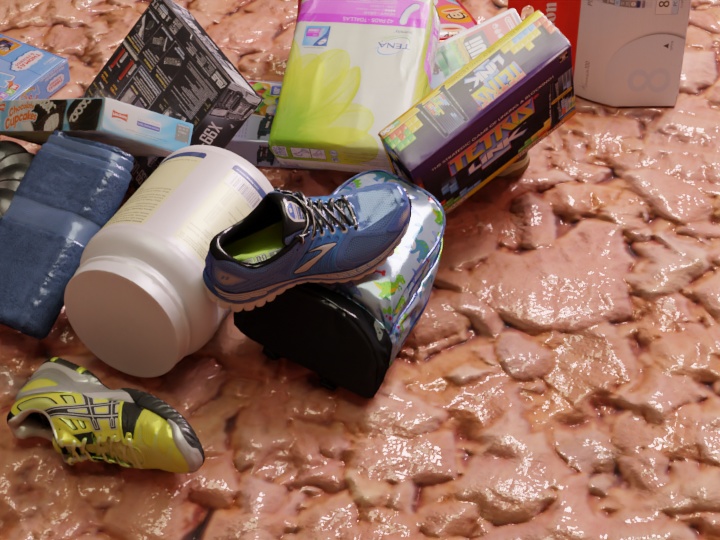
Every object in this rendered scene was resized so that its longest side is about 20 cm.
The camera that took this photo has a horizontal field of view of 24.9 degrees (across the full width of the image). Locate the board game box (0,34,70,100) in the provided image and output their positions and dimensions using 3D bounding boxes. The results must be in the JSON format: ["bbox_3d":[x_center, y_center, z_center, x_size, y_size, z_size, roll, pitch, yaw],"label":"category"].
[{"bbox_3d":[-0.457,-0.224,1.868,0.199,0.037,0.151,21,45,23],"label":"board game box"}]

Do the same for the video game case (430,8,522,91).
[{"bbox_3d":[0.105,-0.180,1.740,0.199,0.017,0.144,-25,66,1],"label":"video game case"}]

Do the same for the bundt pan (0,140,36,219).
[{"bbox_3d":[-0.401,-0.069,1.659,0.200,0.076,0.203,0,41,0],"label":"bundt pan"}]

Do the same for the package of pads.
[{"bbox_3d":[0.000,-0.200,1.723,0.153,0.068,0.201,7,70,15],"label":"package of pads"}]

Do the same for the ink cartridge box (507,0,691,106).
[{"bbox_3d":[0.263,-0.261,1.826,0.198,0.161,0.047,-2,39,-3],"label":"ink cartridge box"}]

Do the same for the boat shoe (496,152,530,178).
[{"bbox_3d":[0.095,-0.163,1.783,0.199,0.065,0.073,19,43,19],"label":"boat shoe"}]

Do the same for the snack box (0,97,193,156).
[{"bbox_3d":[-0.279,-0.146,1.669,0.199,0.037,0.116,5,-7,43],"label":"snack box"}]

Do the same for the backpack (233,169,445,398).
[{"bbox_3d":[0.000,0.000,1.545,0.162,0.155,0.200,28,33,17],"label":"backpack"}]

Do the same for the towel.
[{"bbox_3d":[-0.296,-0.033,1.566,0.111,0.049,0.201,18,73,32],"label":"towel"}]

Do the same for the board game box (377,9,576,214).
[{"bbox_3d":[0.121,-0.147,1.625,0.200,0.165,0.057,-38,72,-3],"label":"board game box"}]

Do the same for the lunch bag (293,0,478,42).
[{"bbox_3d":[0.038,-0.266,1.871,0.199,0.082,0.176,-7,37,-25],"label":"lunch bag"}]

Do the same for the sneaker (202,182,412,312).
[{"bbox_3d":[-0.044,-0.031,1.437,0.199,0.089,0.079,-23,63,-14],"label":"sneaker"}]

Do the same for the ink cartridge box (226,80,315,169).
[{"bbox_3d":[-0.131,-0.164,1.803,0.198,0.042,0.120,1,40,3],"label":"ink cartridge box"}]

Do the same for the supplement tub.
[{"bbox_3d":[-0.174,-0.010,1.538,0.144,0.146,0.200,17,43,19],"label":"supplement tub"}]

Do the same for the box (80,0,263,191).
[{"bbox_3d":[-0.207,-0.179,1.738,0.050,0.158,0.200,26,17,-45],"label":"box"}]

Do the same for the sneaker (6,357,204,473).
[{"bbox_3d":[-0.221,0.144,1.424,0.199,0.076,0.076,15,49,32],"label":"sneaker"}]
